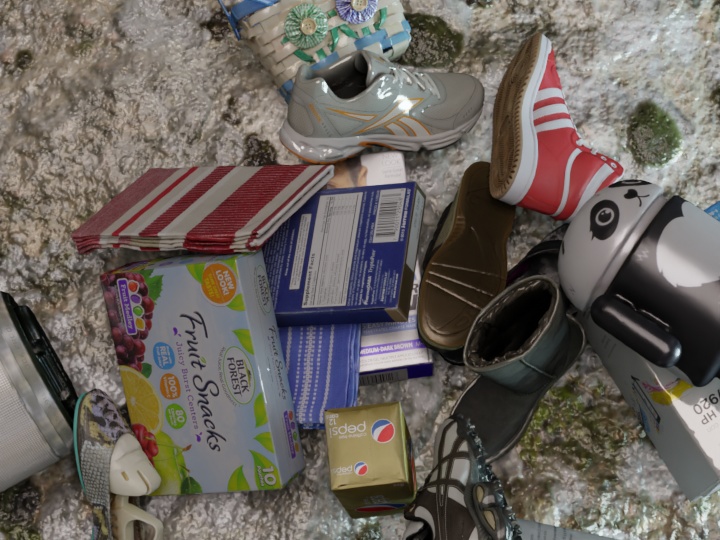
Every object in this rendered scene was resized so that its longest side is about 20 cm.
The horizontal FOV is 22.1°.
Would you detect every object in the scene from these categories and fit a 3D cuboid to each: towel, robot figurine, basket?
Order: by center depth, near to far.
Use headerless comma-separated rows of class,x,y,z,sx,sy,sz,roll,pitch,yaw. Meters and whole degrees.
robot figurine,0.255,0.011,1.477,0.199,0.150,0.125,34,95,11
towel,-0.138,-0.055,1.622,0.199,0.023,0.144,1,29,30
towel,-0.089,0.066,1.631,0.199,0.024,0.146,-1,79,24
basket,-0.046,-0.266,1.696,0.176,0.139,0.201,-28,87,-5

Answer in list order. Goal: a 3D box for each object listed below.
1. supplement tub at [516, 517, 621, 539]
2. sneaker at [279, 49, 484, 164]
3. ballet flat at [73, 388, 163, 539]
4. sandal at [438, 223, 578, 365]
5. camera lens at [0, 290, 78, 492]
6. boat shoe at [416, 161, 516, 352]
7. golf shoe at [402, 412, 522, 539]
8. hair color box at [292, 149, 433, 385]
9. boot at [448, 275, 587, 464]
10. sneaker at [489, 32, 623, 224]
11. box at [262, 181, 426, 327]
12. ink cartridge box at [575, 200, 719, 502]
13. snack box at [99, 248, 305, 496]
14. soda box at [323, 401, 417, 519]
supplement tub,0.140,0.278,1.559,0.199,0.132,0.133,12,76,4
sneaker,0.027,-0.157,1.646,0.199,0.092,0.076,-14,46,-24
ballet flat,-0.202,0.200,1.588,0.071,0.072,0.202,-2,102,1
sandal,0.155,0.019,1.666,0.200,0.048,0.076,-34,77,-6
camera lens,-0.351,0.123,1.592,0.199,0.160,0.161,-28,77,-6
boat shoe,0.093,-0.004,1.639,0.073,0.065,0.201,24,55,-2
golf shoe,0.070,0.184,1.495,0.094,0.200,0.078,-25,112,3
hair color box,0.000,0.000,1.667,0.108,0.065,0.201,-8,74,0
boot,0.120,0.090,1.561,0.072,0.200,0.182,36,94,11
sneaker,0.182,-0.123,1.686,0.112,0.071,0.201,23,50,-16
box,-0.045,-0.012,1.604,0.199,0.032,0.122,-3,64,25
ink cartridge box,0.304,0.072,1.600,0.147,0.145,0.201,-31,77,-7
snack box,-0.135,0.089,1.588,0.141,0.053,0.201,-7,100,26
soda box,0.012,0.162,1.553,0.064,0.200,0.068,-7,76,4
